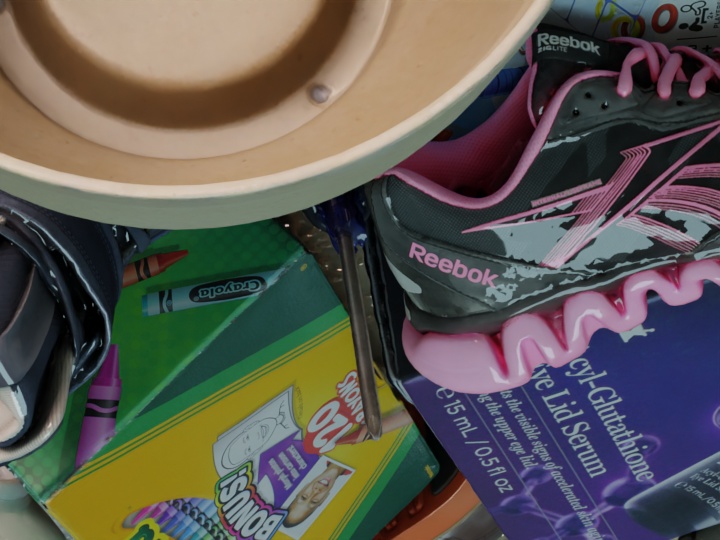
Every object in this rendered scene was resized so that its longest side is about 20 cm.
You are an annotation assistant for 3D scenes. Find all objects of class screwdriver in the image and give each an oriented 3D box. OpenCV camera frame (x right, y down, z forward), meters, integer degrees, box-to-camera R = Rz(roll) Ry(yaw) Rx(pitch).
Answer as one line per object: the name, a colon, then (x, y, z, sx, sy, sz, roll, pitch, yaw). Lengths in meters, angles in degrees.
screwdriver: (0.000, 0.000, 0.914, 0.029, 0.200, 0.028, 20, 115, -21)

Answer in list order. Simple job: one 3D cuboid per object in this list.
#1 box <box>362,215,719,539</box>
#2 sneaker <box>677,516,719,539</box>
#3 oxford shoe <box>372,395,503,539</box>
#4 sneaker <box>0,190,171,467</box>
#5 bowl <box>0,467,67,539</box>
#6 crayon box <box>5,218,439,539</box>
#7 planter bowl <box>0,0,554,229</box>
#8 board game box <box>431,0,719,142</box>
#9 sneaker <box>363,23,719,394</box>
box: (0.120, 0.005, 1.016, 0.199, 0.105, 0.148, -20, 141, 14)
sneaker: (0.200, 0.122, 1.119, 0.076, 0.115, 0.199, -30, 163, 31)
oxford shoe: (-0.002, 0.118, 1.166, 0.200, 0.071, 0.072, -35, 142, 30)
sneaker: (-0.061, -0.022, 0.806, 0.202, 0.146, 0.077, -26, 112, 14)
bowl: (-0.174, 0.096, 1.039, 0.201, 0.201, 0.091, 18, 99, -31)
crayon box: (-0.052, 0.058, 1.017, 0.119, 0.058, 0.200, -44, 152, -7)
planter bowl: (-0.043, -0.097, 0.712, 0.199, 0.201, 0.135, -7, 166, -3)
board game box: (0.017, -0.114, 0.881, 0.195, 0.056, 0.200, -6, 142, -5)
sneaker: (0.091, -0.040, 0.895, 0.199, 0.079, 0.096, -25, 114, 6)
